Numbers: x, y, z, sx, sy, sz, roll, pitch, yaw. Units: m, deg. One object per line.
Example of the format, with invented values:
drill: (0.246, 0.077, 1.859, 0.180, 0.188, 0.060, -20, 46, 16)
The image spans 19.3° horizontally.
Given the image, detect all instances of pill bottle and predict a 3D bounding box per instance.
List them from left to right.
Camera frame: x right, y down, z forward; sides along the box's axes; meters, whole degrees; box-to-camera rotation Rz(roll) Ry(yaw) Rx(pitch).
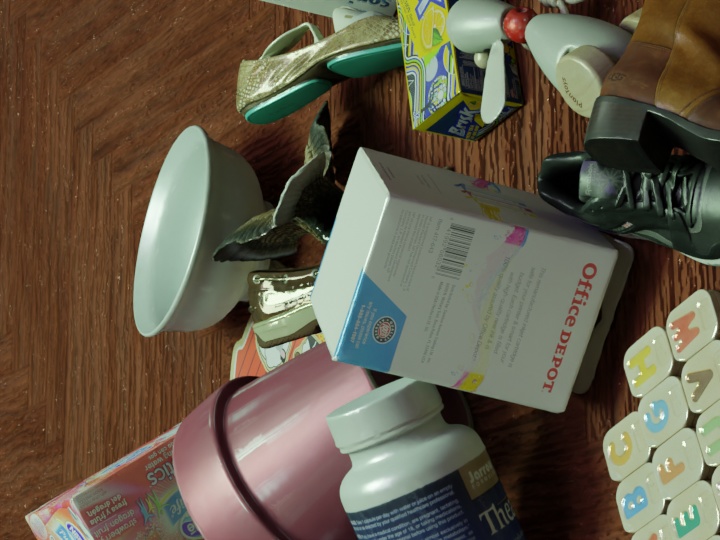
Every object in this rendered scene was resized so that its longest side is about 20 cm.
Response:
pill bottle: (0.053, 0.179, 1.516, 0.111, 0.111, 0.200, -22, 93, 54)

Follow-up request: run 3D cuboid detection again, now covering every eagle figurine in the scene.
eagle figurine: (-0.038, -0.052, 1.787, 0.200, 0.152, 0.151, 30, 128, 52)

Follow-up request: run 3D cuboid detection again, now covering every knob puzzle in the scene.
knob puzzle: (-0.081, 0.114, 1.899, 0.220, 0.030, 0.220, -20, 65, 55)

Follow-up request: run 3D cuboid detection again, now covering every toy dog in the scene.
toy dog: (0.150, -0.143, 1.537, 0.200, 0.132, 0.096, -130, 25, -60)

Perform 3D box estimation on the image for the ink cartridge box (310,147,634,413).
ink cartridge box: (0.083, 0.009, 1.523, 0.125, 0.200, 0.129, -119, 45, -69)

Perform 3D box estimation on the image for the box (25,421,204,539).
box: (-0.171, 0.198, 1.826, 0.103, 0.200, 0.095, -26, 93, 54)

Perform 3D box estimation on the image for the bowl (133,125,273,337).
bowl: (-0.136, -0.028, 1.952, 0.201, 0.090, 0.201, -167, 90, -70)

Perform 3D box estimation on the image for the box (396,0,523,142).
box: (0.074, -0.210, 1.703, 0.070, 0.064, 0.200, -37, 52, 48)

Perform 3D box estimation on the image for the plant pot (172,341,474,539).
plant pot: (-0.017, 0.140, 1.657, 0.179, 0.200, 0.200, -42, 46, 24)

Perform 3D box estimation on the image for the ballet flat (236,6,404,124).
ballet flat: (-0.026, -0.187, 1.800, 0.200, 0.070, 0.065, -19, 72, 25)

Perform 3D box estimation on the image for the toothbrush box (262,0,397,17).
toothbrush box: (-0.009, -0.318, 1.788, 0.200, 0.146, 0.085, -62, 36, 29)

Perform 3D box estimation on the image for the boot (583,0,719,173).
boot: (0.258, -0.152, 1.387, 0.188, 0.068, 0.200, 6, 65, 38)

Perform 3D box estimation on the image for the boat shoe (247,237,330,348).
boat shoe: (-0.002, 0.001, 1.658, 0.202, 0.075, 0.075, -18, 88, 20)

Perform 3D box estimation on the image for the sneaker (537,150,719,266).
sneaker: (0.196, -0.048, 1.439, 0.200, 0.087, 0.076, 5, 86, 58)

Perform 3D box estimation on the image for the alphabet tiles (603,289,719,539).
alphabet tiles: (0.230, 0.118, 1.412, 0.196, 0.015, 0.200, -45, 46, 44)
